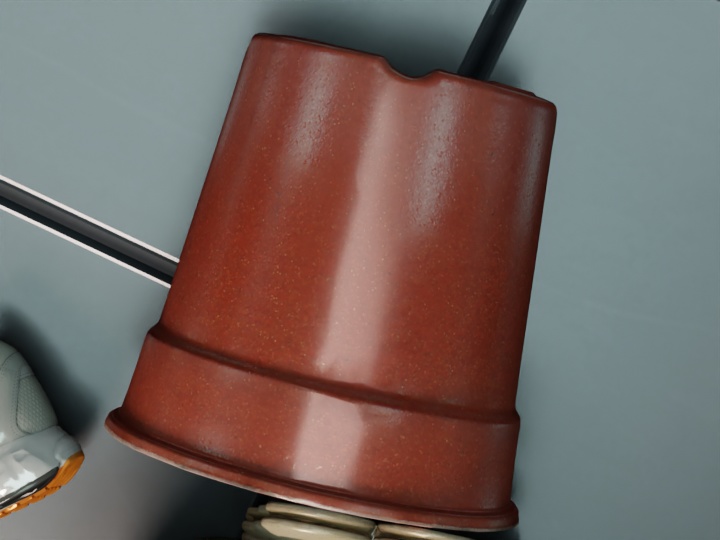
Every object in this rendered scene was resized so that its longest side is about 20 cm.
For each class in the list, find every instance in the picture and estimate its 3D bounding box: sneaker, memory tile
[{"bbox_3d":[-0.240,0.101,1.096,0.199,0.076,0.092,-26,81,6],"label":"sneaker"},{"bbox_3d":[0.020,0.133,1.037,0.153,0.200,0.017,12,81,-5],"label":"memory tile"}]

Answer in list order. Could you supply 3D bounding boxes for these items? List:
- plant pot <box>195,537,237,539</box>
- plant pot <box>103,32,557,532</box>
[{"bbox_3d":[-0.071,0.216,1.053,0.199,0.190,0.201,0,102,0],"label":"plant pot"},{"bbox_3d":[0.000,0.000,1.019,0.200,0.201,0.196,13,93,-4],"label":"plant pot"}]
